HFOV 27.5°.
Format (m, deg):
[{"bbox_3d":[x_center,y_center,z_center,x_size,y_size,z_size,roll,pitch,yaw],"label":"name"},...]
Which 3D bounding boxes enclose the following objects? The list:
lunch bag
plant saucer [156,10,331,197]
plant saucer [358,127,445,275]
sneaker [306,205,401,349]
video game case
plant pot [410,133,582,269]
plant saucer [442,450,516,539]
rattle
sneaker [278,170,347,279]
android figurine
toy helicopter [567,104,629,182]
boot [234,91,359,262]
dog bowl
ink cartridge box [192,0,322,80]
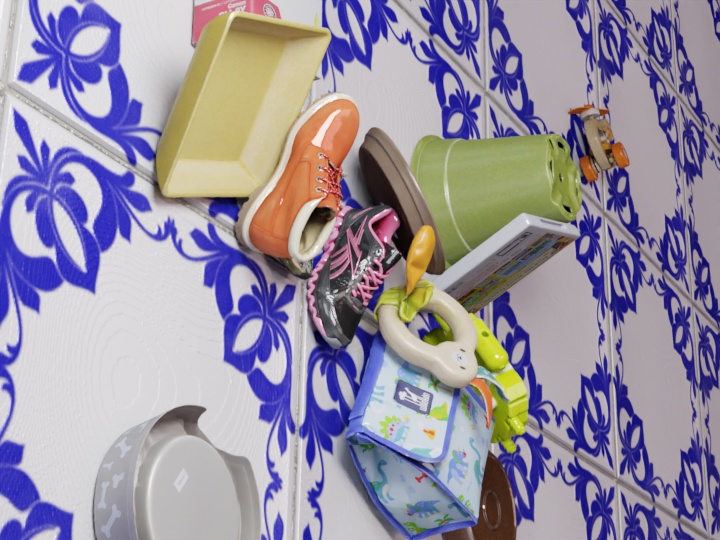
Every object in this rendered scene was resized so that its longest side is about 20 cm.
[{"bbox_3d":[0.064,0.192,1.753,0.200,0.127,0.170,48,36,-27],"label":"lunch bag"},{"bbox_3d":[-0.131,-0.175,1.526,0.200,0.048,0.200,-5,121,-62],"label":"plant saucer"},{"bbox_3d":[0.047,-0.080,1.812,0.200,0.029,0.200,61,-9,16],"label":"plant saucer"},{"bbox_3d":[0.000,0.000,1.731,0.079,0.095,0.200,51,40,-44],"label":"sneaker"},{"bbox_3d":[0.179,-0.004,1.962,0.182,0.200,0.023,7,48,-61],"label":"video game case"},{"bbox_3d":[0.197,-0.111,2.035,0.200,0.190,0.200,33,51,-53],"label":"plant pot"},{"bbox_3d":[0.163,0.322,1.974,0.200,0.034,0.201,32,52,-53],"label":"plant saucer"},{"bbox_3d":[0.120,0.064,1.719,0.130,0.143,0.200,0,43,-54],"label":"rattle"},{"bbox_3d":[-0.059,-0.090,1.661,0.077,0.089,0.200,22,61,-58],"label":"sneaker"},{"bbox_3d":[0.148,0.140,1.877,0.041,0.182,0.200,-20,63,-25],"label":"android figurine"},{"bbox_3d":[0.430,-0.248,2.664,0.132,0.079,0.200,64,19,-8],"label":"toy helicopter"},{"bbox_3d":[-0.043,-0.098,1.581,0.075,0.107,0.200,36,80,-40],"label":"boot"},{"bbox_3d":[-0.170,0.226,1.367,0.200,0.059,0.200,33,51,-53],"label":"dog bowl"},{"bbox_3d":[-0.112,-0.322,1.656,0.145,0.083,0.200,29,55,-54],"label":"ink cartridge box"}]
